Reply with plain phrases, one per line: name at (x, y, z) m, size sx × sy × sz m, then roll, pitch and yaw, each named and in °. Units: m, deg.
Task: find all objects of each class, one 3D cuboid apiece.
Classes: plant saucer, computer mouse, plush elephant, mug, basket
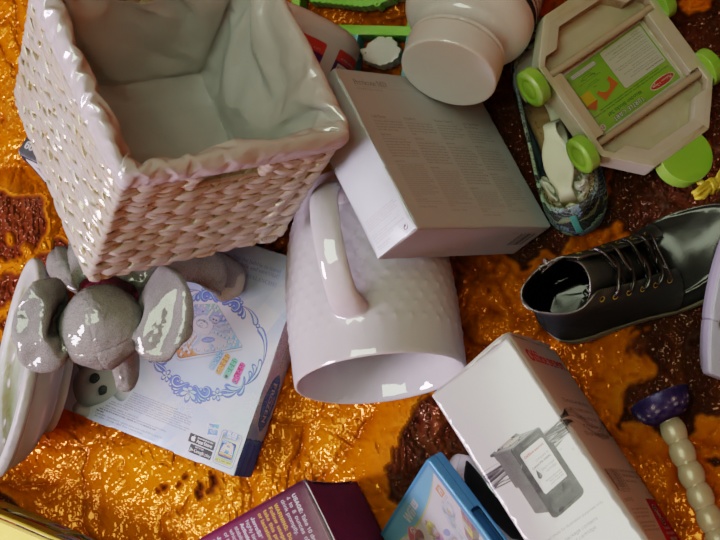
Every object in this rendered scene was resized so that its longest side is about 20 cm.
plant saucer at (-0.297, 0.092, 1.436) m, size 0.050 × 0.200 × 0.202 m, roll 12°, pitch 83°, yaw -19°
computer mouse at (0.115, 0.242, 1.284) m, size 0.044 × 0.110 × 0.201 m, roll -22°, pitch 61°, yaw -25°
plush elephant at (-0.202, 0.027, 1.323) m, size 0.163 × 0.200 × 0.156 m, roll 3°, pitch 64°, yaw 13°
mug at (0.000, 0.000, 1.308) m, size 0.146 × 0.200 × 0.177 m, roll -12°, pitch 70°, yaw 13°
basket at (-0.149, -0.126, 1.219) m, size 0.201 × 0.197 × 0.161 m, roll 64°, pitch 147°, yaw 20°

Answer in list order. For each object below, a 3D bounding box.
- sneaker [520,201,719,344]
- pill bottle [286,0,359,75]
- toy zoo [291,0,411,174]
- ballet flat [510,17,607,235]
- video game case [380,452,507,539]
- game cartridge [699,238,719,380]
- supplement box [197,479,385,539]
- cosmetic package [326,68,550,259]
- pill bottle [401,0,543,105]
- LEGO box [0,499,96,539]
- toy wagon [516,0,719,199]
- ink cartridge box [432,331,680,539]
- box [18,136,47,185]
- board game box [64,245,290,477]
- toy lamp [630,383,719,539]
sneaker at (0.229, 0.000, 1.272) m, size 0.199 × 0.106 × 0.075 m, roll -29°, pitch 72°, yaw 13°
pill bottle at (-0.085, -0.131, 1.385) m, size 0.112 × 0.112 × 0.202 m, roll 23°, pitch 89°, yaw 22°
toy zoo at (-0.013, -0.161, 1.436) m, size 0.130 × 0.020 × 0.202 m, roll 5°, pitch 82°, yaw 21°
ballet flat at (0.168, -0.131, 1.339) m, size 0.074 × 0.074 × 0.202 m, roll -18°, pitch 74°, yaw 16°
video game case at (0.097, 0.260, 1.268) m, size 0.018 × 0.144 × 0.201 m, roll -26°, pitch 68°, yaw -30°
game cartridge at (0.347, 0.003, 1.243) m, size 0.132 × 0.040 × 0.202 m, roll 20°, pitch 87°, yaw -4°
supplement box at (-0.085, 0.266, 1.329) m, size 0.199 × 0.131 × 0.104 m, roll -31°, pitch 73°, yaw 13°
cosmetic package at (0.056, -0.087, 1.301) m, size 0.052 × 0.199 × 0.152 m, roll -36°, pitch 70°, yaw 33°
pill bottle at (0.101, -0.243, 1.324) m, size 0.110 × 0.112 × 0.201 m, roll 8°, pitch 59°, yaw 21°
LEGO box at (-0.322, 0.299, 1.438) m, size 0.198 × 0.077 × 0.150 m, roll 18°, pitch 87°, yaw 22°
toy wagon at (0.229, -0.141, 1.302) m, size 0.155 × 0.040 × 0.201 m, roll -34°, pitch 85°, yaw -17°
ink cartridge box at (0.158, 0.158, 1.249) m, size 0.083 × 0.145 × 0.201 m, roll -37°, pitch 71°, yaw 13°
box at (-0.197, -0.144, 1.432) m, size 0.121 × 0.106 × 0.201 m, roll 23°, pitch 74°, yaw 21°
board game box at (-0.159, 0.062, 1.438) m, size 0.198 × 0.043 × 0.201 m, roll 18°, pitch 88°, yaw 22°
toy lamp at (0.274, 0.193, 1.249) m, size 0.058 × 0.058 × 0.202 m, roll -27°, pitch 72°, yaw 14°
